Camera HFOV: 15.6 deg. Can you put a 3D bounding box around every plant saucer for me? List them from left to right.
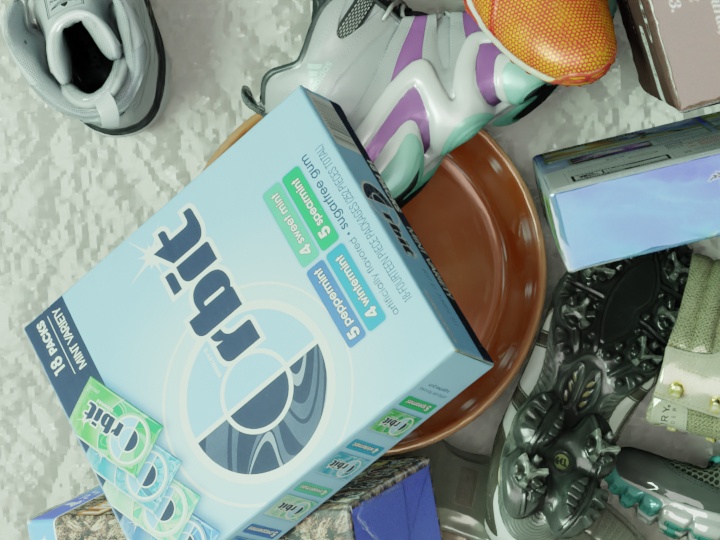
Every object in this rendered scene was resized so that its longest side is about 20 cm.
[{"bbox_3d":[0.000,0.000,1.410,0.198,0.032,0.202,1,83,-5],"label":"plant saucer"}]

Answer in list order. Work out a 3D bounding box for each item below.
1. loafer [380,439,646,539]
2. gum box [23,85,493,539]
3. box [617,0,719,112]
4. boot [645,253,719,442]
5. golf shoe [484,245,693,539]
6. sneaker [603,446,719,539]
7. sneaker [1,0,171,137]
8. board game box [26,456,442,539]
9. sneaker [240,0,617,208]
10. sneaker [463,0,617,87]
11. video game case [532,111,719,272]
[{"bbox_3d":[0.066,0.140,1.438,0.199,0.063,0.072,24,55,-3],"label":"loafer"},{"bbox_3d":[-0.056,0.037,1.307,0.200,0.044,0.171,-40,61,18],"label":"gum box"},{"bbox_3d":[0.205,-0.184,1.318,0.163,0.200,0.167,-16,96,4],"label":"box"},{"bbox_3d":[0.215,0.093,1.298,0.153,0.072,0.201,10,67,5],"label":"boot"},{"bbox_3d":[0.114,0.061,1.403,0.077,0.095,0.201,33,61,-2],"label":"golf shoe"},{"bbox_3d":[0.231,0.116,1.428,0.198,0.078,0.092,15,81,-4],"label":"sneaker"},{"bbox_3d":[-0.154,-0.164,1.370,0.075,0.115,0.201,-19,96,3],"label":"sneaker"},{"bbox_3d":[-0.057,0.191,1.383,0.199,0.097,0.161,-6,98,29],"label":"board game box"},{"bbox_3d":[0.027,-0.127,1.376,0.200,0.078,0.140,-37,84,-16],"label":"sneaker"},{"bbox_3d":[0.082,-0.184,1.339,0.072,0.077,0.201,-11,65,-16],"label":"sneaker"},{"bbox_3d":[0.191,-0.053,1.343,0.198,0.181,0.046,-13,98,3],"label":"video game case"}]
